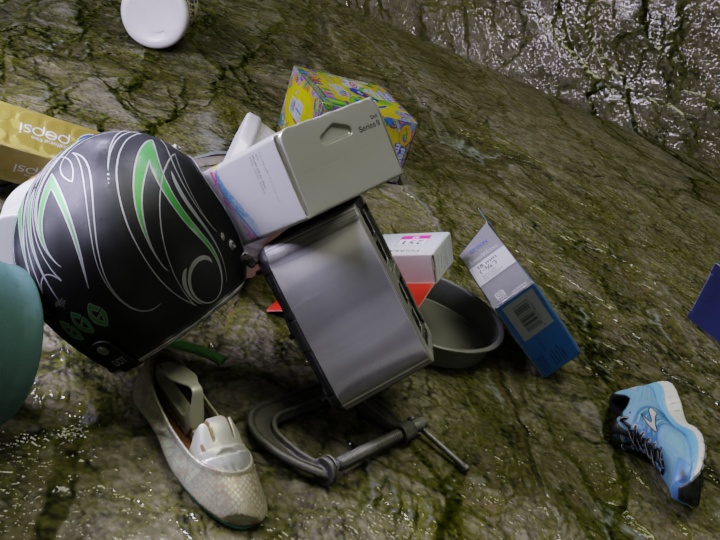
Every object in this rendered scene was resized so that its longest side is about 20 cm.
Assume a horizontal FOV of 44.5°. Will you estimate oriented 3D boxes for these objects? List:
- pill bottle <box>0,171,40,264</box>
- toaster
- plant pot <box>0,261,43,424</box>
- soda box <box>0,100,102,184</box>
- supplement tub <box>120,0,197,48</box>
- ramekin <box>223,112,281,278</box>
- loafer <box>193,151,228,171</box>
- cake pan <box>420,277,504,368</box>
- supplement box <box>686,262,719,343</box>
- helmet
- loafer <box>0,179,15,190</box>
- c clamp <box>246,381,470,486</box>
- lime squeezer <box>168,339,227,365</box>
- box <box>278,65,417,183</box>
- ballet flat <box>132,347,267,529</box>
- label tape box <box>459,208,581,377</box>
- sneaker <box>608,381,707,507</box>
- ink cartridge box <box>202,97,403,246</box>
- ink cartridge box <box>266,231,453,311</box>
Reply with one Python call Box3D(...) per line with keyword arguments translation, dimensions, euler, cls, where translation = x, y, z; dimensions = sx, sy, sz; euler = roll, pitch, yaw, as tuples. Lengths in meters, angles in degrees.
Box3D(translation=(-0.327, -0.054, 0.967), dimensions=(0.113, 0.116, 0.201), euler=(19, 25, -1), cls="pill bottle")
Box3D(translation=(-0.016, 0.027, 0.895), dimensions=(0.183, 0.117, 0.200), euler=(62, 7, -6), cls="toaster")
Box3D(translation=(-0.357, 0.049, 0.667), dimensions=(0.187, 0.202, 0.200), euler=(15, 20, -49), cls="plant pot")
Box3D(translation=(-0.370, -0.138, 1.087), dimensions=(0.197, 0.064, 0.069), euler=(15, 51, -28), cls="soda box")
Box3D(translation=(-0.432, -0.575, 1.913), dimensions=(0.143, 0.147, 0.201), euler=(15, 25, -9), cls="supplement tub")
Box3D(translation=(-0.140, -0.083, 1.082), dimensions=(0.093, 0.204, 0.203), euler=(26, 23, -13), cls="ramekin")
Box3D(translation=(-0.232, -0.123, 1.239), dimensions=(0.197, 0.072, 0.064), euler=(-3, 54, -28), cls="loafer")
Box3D(translation=(0.087, 0.061, 1.132), dimensions=(0.197, 0.037, 0.201), euler=(16, 25, -8), cls="cake pan")
Box3D(translation=(0.667, 0.062, 1.472), dimensions=(0.197, 0.110, 0.110), euler=(3, 29, -33), cls="supplement box")
Box3D(translation=(-0.217, -0.027, 0.803), dimensions=(0.192, 0.198, 0.200), euler=(58, 23, -10), cls="helmet")
Box3D(translation=(-0.450, -0.145, 1.121), dimensions=(0.071, 0.064, 0.199), euler=(31, 27, 27), cls="loafer")
Box3D(translation=(-0.008, 0.162, 0.869), dimensions=(0.198, 0.027, 0.170), euler=(-8, 37, -46), cls="c clamp")
Box3D(translation=(-0.226, 0.033, 0.911), dimensions=(0.070, 0.038, 0.201), euler=(-37, 80, -18), cls="lime squeezer")
Box3D(translation=(-0.027, -0.271, 1.622), dimensions=(0.190, 0.124, 0.201), euler=(8, 27, -24), cls="box")
Box3D(translation=(-0.144, 0.139, 0.771), dimensions=(0.067, 0.063, 0.199), euler=(-7, 36, -44), cls="ballet flat")
Box3D(translation=(0.199, 0.027, 1.172), dimensions=(0.145, 0.063, 0.201), euler=(51, 8, -32), cls="label tape box")
Box3D(translation=(0.337, 0.202, 1.017), dimensions=(0.088, 0.080, 0.201), euler=(-1, 22, 1), cls="sneaker")
Box3D(translation=(-0.078, -0.088, 0.881), dimensions=(0.145, 0.199, 0.089), euler=(-30, 98, -43), cls="ink cartridge box")
Box3D(translation=(0.000, 0.000, 1.090), dimensions=(0.197, 0.044, 0.174), euler=(-2, 17, 20), cls="ink cartridge box")
